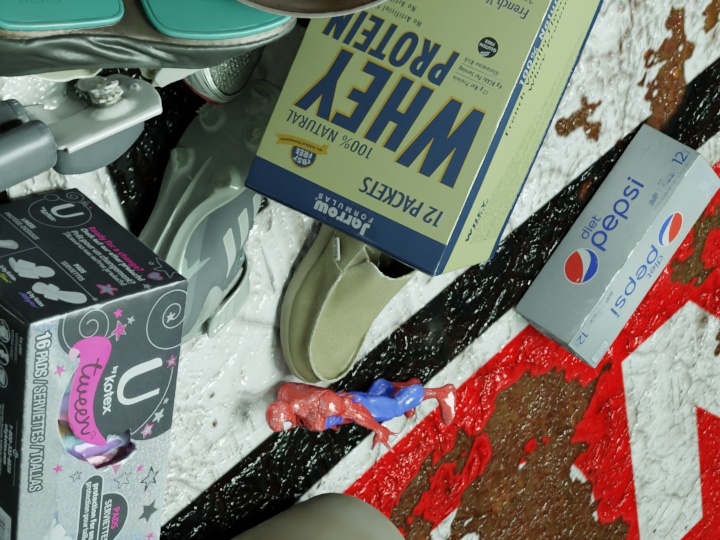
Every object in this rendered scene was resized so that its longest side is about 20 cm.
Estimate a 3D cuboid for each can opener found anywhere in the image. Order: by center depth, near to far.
[{"bbox_3d":[-0.200,-0.065,1.023,0.199,0.053,0.067,-26,135,-34],"label":"can opener"}]

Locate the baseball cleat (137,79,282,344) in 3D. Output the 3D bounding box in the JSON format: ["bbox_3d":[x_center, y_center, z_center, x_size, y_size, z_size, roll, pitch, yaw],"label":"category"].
[{"bbox_3d":[-0.096,-0.034,1.165,0.201,0.070,0.106,-54,152,12],"label":"baseball cleat"}]

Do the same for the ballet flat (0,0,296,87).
[{"bbox_3d":[-0.136,-0.141,1.013,0.198,0.069,0.069,-3,150,-24],"label":"ballet flat"}]

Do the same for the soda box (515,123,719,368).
[{"bbox_3d":[0.224,-0.021,1.522,0.201,0.068,0.063,-56,142,-2],"label":"soda box"}]

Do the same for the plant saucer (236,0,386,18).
[{"bbox_3d":[-0.028,-0.244,1.005,0.201,0.199,0.032,-57,-178,1],"label":"plant saucer"}]

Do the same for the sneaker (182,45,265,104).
[{"bbox_3d":[-0.057,-0.194,1.064,0.077,0.082,0.202,2,115,-49],"label":"sneaker"}]

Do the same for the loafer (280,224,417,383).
[{"bbox_3d":[0.000,0.000,1.285,0.076,0.067,0.202,-5,120,-46],"label":"loafer"}]

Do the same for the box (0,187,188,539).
[{"bbox_3d":[-0.190,0.073,1.071,0.114,0.132,0.202,-18,130,-38],"label":"box"}]

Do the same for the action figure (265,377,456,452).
[{"bbox_3d":[-0.004,0.109,1.365,0.199,0.065,0.052,6,96,-51],"label":"action figure"}]

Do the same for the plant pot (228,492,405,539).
[{"bbox_3d":[-0.046,0.269,1.355,0.173,0.199,0.202,-40,143,-45],"label":"plant pot"}]

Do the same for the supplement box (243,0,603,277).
[{"bbox_3d":[0.047,-0.117,1.128,0.202,0.133,0.200,-67,168,9],"label":"supplement box"}]
